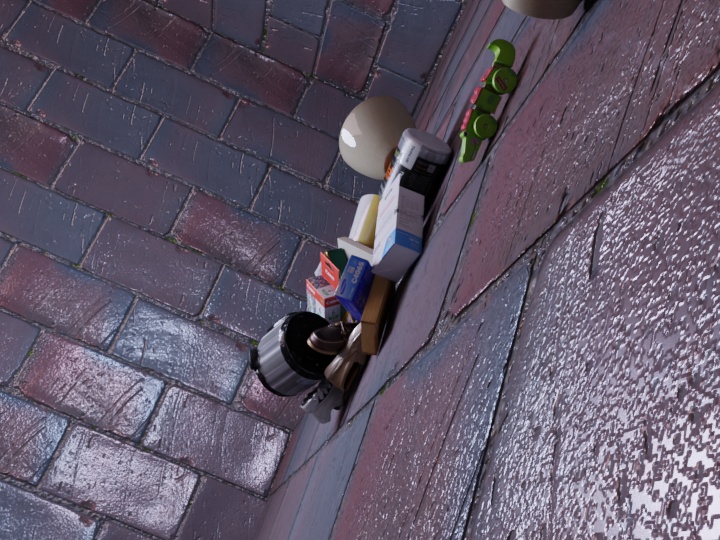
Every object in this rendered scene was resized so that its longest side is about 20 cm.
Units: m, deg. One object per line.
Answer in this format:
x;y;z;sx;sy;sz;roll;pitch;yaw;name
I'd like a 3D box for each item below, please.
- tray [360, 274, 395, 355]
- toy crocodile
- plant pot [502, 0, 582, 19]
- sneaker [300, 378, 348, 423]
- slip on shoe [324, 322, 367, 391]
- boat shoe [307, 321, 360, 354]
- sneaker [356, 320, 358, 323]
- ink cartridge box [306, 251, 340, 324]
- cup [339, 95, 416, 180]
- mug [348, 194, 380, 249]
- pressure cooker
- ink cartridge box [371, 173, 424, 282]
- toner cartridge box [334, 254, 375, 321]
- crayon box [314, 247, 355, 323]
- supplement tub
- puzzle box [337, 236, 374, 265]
0.041;0.072;1.513;0.202;0.036;0.100;-70;-17;-45;tray
0.201;-0.270;1.140;0.068;0.061;0.203;-83;15;-79;toy crocodile
0.228;-0.404;0.808;0.189;0.184;0.202;-71;-10;-49;plant pot
-0.060;0.286;1.714;0.200;0.081;0.075;-47;5;-36;sneaker
-0.005;0.186;1.604;0.201;0.061;0.076;-51;-27;14;slip on shoe
-0.043;0.148;1.645;0.199;0.070;0.071;0;-53;-55;boat shoe
0.006;0.095;1.867;0.073;0.070;0.203;118;170;-61;sneaker
-0.094;0.070;1.776;0.109;0.050;0.203;42;140;50;ink cartridge box
0.067;-0.297;1.701;0.144;0.198;0.203;51;127;42;cup
0.041;-0.099;1.834;0.155;0.148;0.187;-64;4;-20;mug
-0.167;0.212;1.725;0.200;0.176;0.179;-38;7;44;pressure cooker
0.082;-0.094;1.511;0.116;0.067;0.203;128;155;-48;ink cartridge box
0.000;0.046;1.550;0.200;0.043;0.096;59;-129;-68;toner cartridge box
-0.048;0.062;1.798;0.203;0.051;0.126;69;154;19;crayon box
0.117;-0.210;1.612;0.123;0.121;0.202;-74;7;-65;supplement tub
0.000;0.000;1.752;0.199;0.025;0.136;30;129;59;puzzle box
